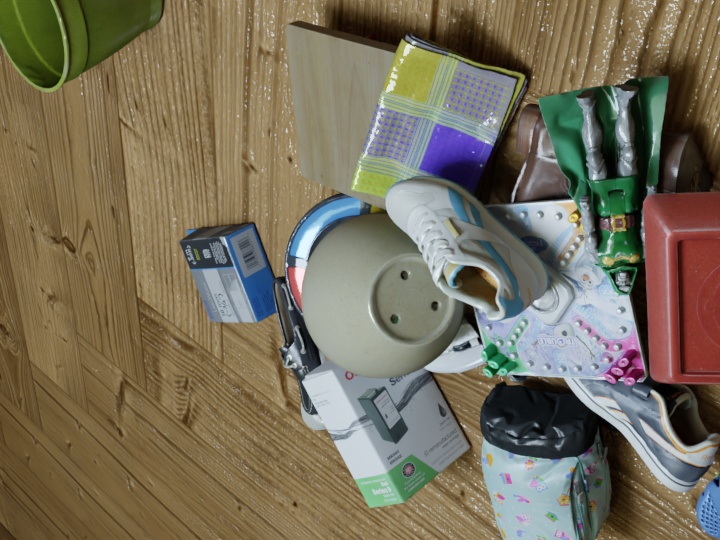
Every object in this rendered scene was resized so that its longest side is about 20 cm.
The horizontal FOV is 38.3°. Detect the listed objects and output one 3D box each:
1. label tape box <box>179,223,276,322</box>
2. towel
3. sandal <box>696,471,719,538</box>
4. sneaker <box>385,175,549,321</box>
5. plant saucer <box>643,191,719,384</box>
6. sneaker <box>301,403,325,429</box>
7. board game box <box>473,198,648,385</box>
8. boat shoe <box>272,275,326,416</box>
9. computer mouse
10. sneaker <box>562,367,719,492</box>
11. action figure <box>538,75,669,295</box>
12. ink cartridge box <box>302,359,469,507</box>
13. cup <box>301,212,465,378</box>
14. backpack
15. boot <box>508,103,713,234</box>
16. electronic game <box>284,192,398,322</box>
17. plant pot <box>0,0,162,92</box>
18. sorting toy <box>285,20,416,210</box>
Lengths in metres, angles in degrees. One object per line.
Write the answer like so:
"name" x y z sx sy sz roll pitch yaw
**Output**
"label tape box" -0.222 0.007 1.644 0.199 0.063 0.145 -3 112 50
"towel" 0.081 -0.149 1.129 0.143 0.023 0.201 20 123 -5
"sandal" 0.410 0.236 1.049 0.080 0.087 0.200 52 145 6
"sneaker" 0.098 -0.027 1.075 0.200 0.081 0.077 38 135 23
"plant saucer" 0.358 0.027 0.931 0.198 0.037 0.201 -1 117 19
"sneaker" -0.049 0.191 1.545 0.077 0.081 0.200 52 144 7
"board game box" 0.190 0.026 1.097 0.199 0.026 0.201 -2 111 43
"boat shoe" -0.086 0.104 1.447 0.074 0.060 0.202 169 96 -65
"computer mouse" 0.124 0.098 1.320 0.199 0.044 0.110 -17 102 53
"sneaker" 0.302 0.136 1.113 0.200 0.078 0.080 47 131 25
"action figure" 0.237 -0.070 0.966 0.117 0.055 0.201 -7 111 12
"ink cartridge box" 0.035 0.195 1.405 0.084 0.146 0.201 -25 95 54
"cup" 0.040 0.031 1.191 0.201 0.199 0.143 63 169 -6
"backpack" 0.223 0.247 1.241 0.166 0.126 0.201 9 125 42
"boot" 0.250 -0.068 1.051 0.199 0.064 0.188 19 131 35
"electronic game" 0.000 0.000 1.308 0.198 0.042 0.202 3 103 11
"plant pot" -0.391 -0.379 1.464 0.200 0.192 0.202 29 135 35
"sorting toy" 0.011 -0.187 1.232 0.198 0.069 0.201 24 132 38
